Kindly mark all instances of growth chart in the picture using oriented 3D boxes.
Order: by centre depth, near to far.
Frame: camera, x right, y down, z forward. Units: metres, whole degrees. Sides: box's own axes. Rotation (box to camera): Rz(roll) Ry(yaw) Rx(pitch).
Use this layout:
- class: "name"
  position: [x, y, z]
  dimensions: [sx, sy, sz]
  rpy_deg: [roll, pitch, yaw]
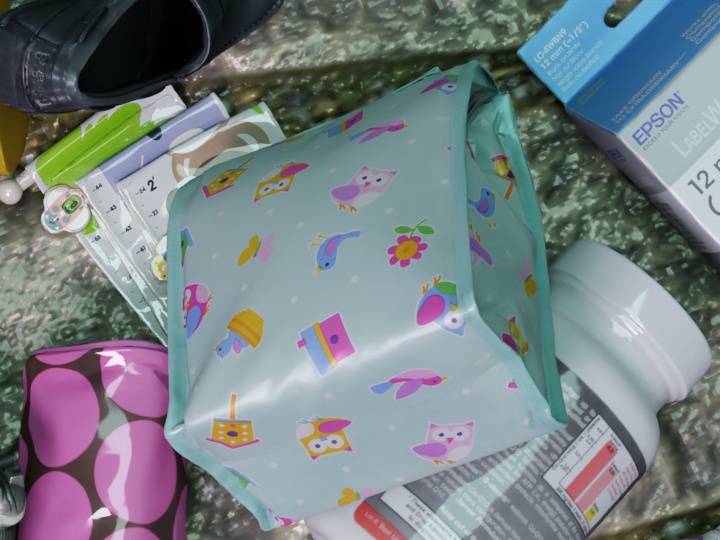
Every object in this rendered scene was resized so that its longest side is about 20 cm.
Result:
- class: "growth chart"
  position: [-0.073, -0.019, 0.983]
  dimensions: [0.145, 0.018, 0.200]
  rpy_deg: [-44, 87, -12]

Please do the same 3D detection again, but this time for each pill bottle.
- class: "pill bottle"
  position: [0.076, 0.088, 0.926]
  dimensions: [0.116, 0.116, 0.200]
  rpy_deg: [44, 79, 4]

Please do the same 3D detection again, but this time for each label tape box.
- class: "label tape box"
  position: [0.202, -0.094, 0.978]
  dimensions: [0.143, 0.066, 0.200]
  rpy_deg: [-44, 93, 0]

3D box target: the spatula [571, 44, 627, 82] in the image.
- class: "spatula"
  position: [0.212, -0.097, 1.022]
  dimensions: [0.198, 0.021, 0.057]
  rpy_deg: [9, 85, -3]

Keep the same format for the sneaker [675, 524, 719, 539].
- class: "sneaker"
  position: [0.209, 0.132, 0.955]
  dimensions: [0.113, 0.073, 0.202]
  rpy_deg: [17, 78, 1]

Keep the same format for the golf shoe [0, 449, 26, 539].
- class: "golf shoe"
  position: [-0.239, 0.092, 0.906]
  dimensions: [0.077, 0.089, 0.200]
  rpy_deg: [-21, 47, -35]

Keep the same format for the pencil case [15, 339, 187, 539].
- class: "pencil case"
  position: [-0.135, 0.135, 0.917]
  dimensions: [0.093, 0.091, 0.202]
  rpy_deg: [-2, 75, 29]

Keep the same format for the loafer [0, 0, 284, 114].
- class: "loafer"
  position: [-0.097, -0.121, 0.933]
  dimensions: [0.070, 0.069, 0.200]
  rpy_deg: [18, 32, 33]

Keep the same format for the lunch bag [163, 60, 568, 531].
- class: "lunch bag"
  position: [0.000, 0.000, 0.887]
  dimensions: [0.169, 0.122, 0.201]
  rpy_deg: [-22, 43, 20]

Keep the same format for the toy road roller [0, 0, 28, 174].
- class: "toy road roller"
  position: [-0.230, -0.151, 0.934]
  dimensions: [0.122, 0.201, 0.147]
  rpy_deg: [3, 38, 7]
